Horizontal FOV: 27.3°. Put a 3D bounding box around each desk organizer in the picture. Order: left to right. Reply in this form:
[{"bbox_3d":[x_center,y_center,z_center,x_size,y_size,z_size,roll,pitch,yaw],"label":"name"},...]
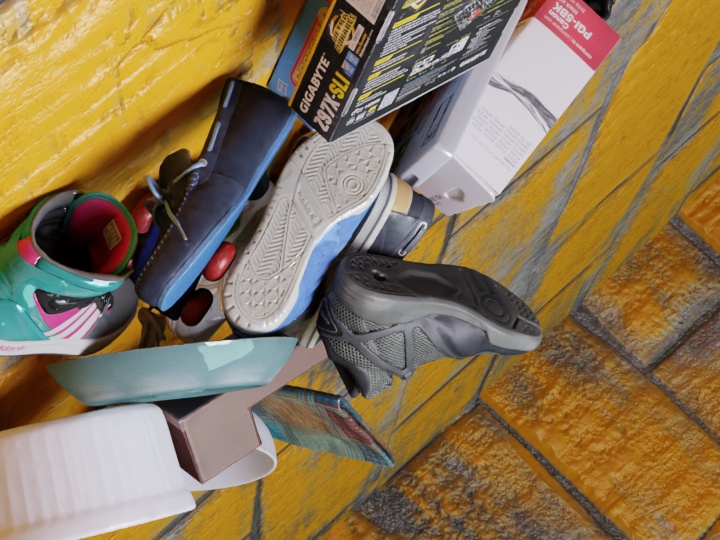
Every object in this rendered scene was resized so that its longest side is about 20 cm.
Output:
[{"bbox_3d":[-0.093,0.102,1.351,0.200,0.072,0.077,-32,126,-27],"label":"desk organizer"}]

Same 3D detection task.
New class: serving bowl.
[{"bbox_3d":[-0.182,0.163,1.466,0.200,0.066,0.200,-1,156,0],"label":"serving bowl"}]

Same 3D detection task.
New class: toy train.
[{"bbox_3d":[-0.142,-0.014,1.221,0.116,0.085,0.200,-55,178,-38],"label":"toy train"}]

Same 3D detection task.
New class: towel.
[{"bbox_3d":[-0.076,0.146,1.477,0.147,0.200,0.022,51,55,-50],"label":"towel"}]

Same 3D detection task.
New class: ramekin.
[{"bbox_3d":[-0.246,0.176,1.244,0.200,0.098,0.200,-13,174,-1],"label":"ramekin"}]

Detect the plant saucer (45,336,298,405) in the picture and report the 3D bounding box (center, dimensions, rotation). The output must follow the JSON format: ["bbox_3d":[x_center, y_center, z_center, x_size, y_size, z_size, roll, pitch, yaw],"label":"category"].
[{"bbox_3d":[-0.147,0.082,1.176,0.200,0.036,0.200,-6,175,-1],"label":"plant saucer"}]

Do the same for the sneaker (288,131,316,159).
[{"bbox_3d":[-0.039,-0.063,1.364,0.085,0.077,0.200,-43,171,-48],"label":"sneaker"}]

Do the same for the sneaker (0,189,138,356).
[{"bbox_3d":[-0.199,-0.003,1.070,0.121,0.084,0.200,-40,167,21],"label":"sneaker"}]

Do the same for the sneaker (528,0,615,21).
[{"bbox_3d":[0.203,-0.262,1.452,0.076,0.088,0.200,-45,167,-10],"label":"sneaker"}]

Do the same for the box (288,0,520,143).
[{"bbox_3d":[0.051,-0.192,1.072,0.200,0.049,0.160,-33,159,-40],"label":"box"}]

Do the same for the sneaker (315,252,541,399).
[{"bbox_3d":[0.050,0.053,1.234,0.199,0.076,0.114,8,131,-29],"label":"sneaker"}]

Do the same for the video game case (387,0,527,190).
[{"bbox_3d":[0.062,-0.135,1.306,0.182,0.024,0.200,-40,-160,54],"label":"video game case"}]

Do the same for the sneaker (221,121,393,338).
[{"bbox_3d":[-0.045,-0.029,1.194,0.200,0.077,0.111,-60,178,-13],"label":"sneaker"}]

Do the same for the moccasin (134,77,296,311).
[{"bbox_3d":[-0.118,-0.057,1.070,0.200,0.068,0.080,-62,-175,-37],"label":"moccasin"}]

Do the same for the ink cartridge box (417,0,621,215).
[{"bbox_3d":[0.132,-0.159,1.398,0.200,0.083,0.147,-51,-170,-15],"label":"ink cartridge box"}]

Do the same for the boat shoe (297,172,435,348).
[{"bbox_3d":[0.000,0.000,1.261,0.200,0.062,0.075,-56,-155,37],"label":"boat shoe"}]

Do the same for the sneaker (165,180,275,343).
[{"bbox_3d":[-0.108,0.015,1.340,0.076,0.092,0.200,-31,161,-47],"label":"sneaker"}]

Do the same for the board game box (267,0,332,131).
[{"bbox_3d":[0.040,-0.224,1.163,0.196,0.056,0.200,-31,160,-43],"label":"board game box"}]
